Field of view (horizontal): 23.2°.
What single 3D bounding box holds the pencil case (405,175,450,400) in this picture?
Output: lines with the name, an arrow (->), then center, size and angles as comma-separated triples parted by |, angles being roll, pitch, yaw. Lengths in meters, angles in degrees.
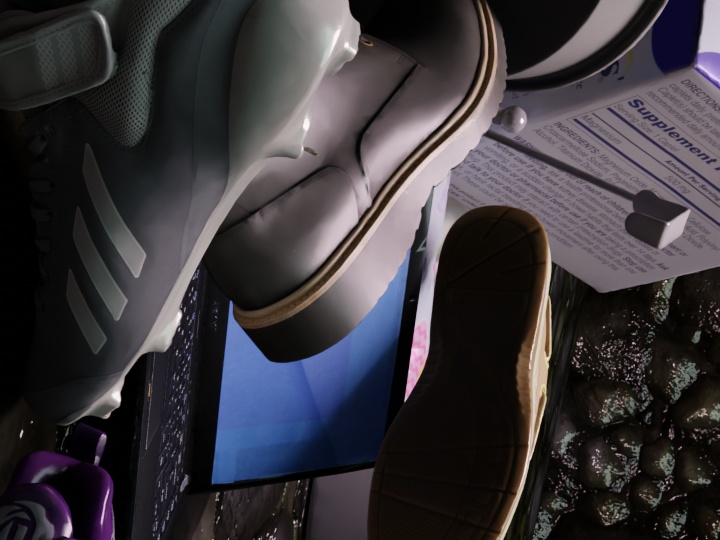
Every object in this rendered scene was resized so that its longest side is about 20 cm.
pencil case -> 0.000, 0.000, 0.909 | 0.091, 0.083, 0.202 | -35, 136, -60

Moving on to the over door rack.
over door rack -> 0.096, -0.119, 0.804 | 0.066, 0.199, 0.149 | -12, 126, -48

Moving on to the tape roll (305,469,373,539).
tape roll -> 0.022, 0.132, 1.176 | 0.200, 0.066, 0.202 | 12, 90, -79

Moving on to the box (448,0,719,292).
box -> 0.155, -0.086, 0.947 | 0.183, 0.199, 0.106 | 29, 60, -37

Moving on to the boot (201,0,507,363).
boot -> -0.020, -0.085, 0.654 | 0.139, 0.077, 0.201 | 53, 39, -27

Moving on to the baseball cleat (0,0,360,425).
baseball cleat -> -0.082, -0.034, 0.539 | 0.200, 0.106, 0.070 | -52, -160, 35

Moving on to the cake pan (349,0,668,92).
cake pan -> 0.048, -0.170, 0.745 | 0.037, 0.199, 0.202 | -27, 131, -46

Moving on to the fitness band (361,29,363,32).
fitness band -> 0.036, -0.144, 1.064 | 0.201, 0.037, 0.145 | -66, 160, -50

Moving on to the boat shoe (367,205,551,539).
boat shoe -> 0.057, 0.072, 0.838 | 0.066, 0.073, 0.201 | 57, 47, -61

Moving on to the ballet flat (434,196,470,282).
ballet flat -> 0.060, -0.011, 1.034 | 0.069, 0.069, 0.202 | -33, 131, -74

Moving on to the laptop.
laptop -> -0.031, 0.036, 0.739 | 0.200, 0.102, 0.179 | -75, 172, -71

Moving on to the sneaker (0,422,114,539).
sneaker -> -0.116, 0.111, 0.499 | 0.200, 0.074, 0.088 | -74, 176, -73
